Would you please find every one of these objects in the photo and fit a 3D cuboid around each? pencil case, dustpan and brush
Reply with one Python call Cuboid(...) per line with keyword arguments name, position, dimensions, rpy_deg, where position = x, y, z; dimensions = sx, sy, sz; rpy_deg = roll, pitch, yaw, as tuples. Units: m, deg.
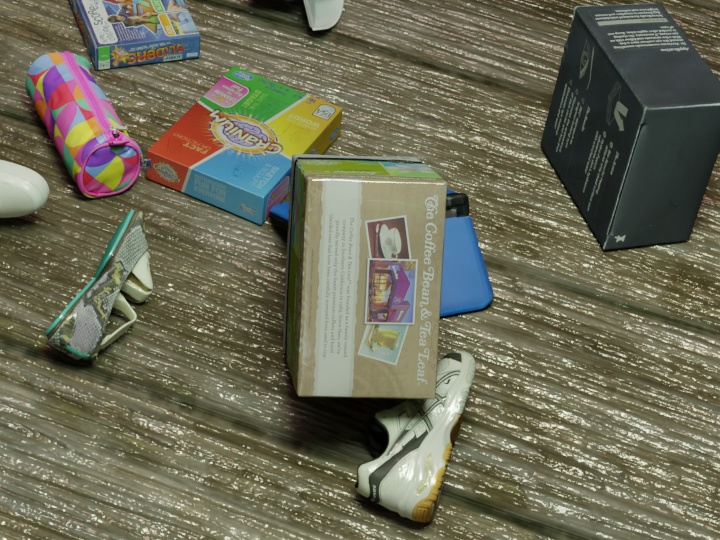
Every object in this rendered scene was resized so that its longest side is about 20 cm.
Cuboid(name="pencil case", position=(-0.310, -0.167, 1.712), dimensions=(0.088, 0.089, 0.200), rpy_deg=(-16, 46, -25))
Cuboid(name="dustpan and brush", position=(-0.041, -0.395, 2.007), dimensions=(0.057, 0.141, 0.200), rpy_deg=(-11, 11, 8))

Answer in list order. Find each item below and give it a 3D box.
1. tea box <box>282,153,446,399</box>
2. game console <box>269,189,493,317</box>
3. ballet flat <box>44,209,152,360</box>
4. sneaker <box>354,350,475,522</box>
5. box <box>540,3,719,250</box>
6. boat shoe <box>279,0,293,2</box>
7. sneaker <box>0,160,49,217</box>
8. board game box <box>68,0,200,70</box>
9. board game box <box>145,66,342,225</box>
Cuboid(name="tea box", position=(0.000, 0.000, 1.440), dimensions=(0.132, 0.202, 0.197), rpy_deg=(1, 10, -8))
Cuboid(name="game console", position=(0.020, -0.017, 1.649), dimensions=(0.198, 0.120, 0.171), rpy_deg=(-9, 13, -19))
Cuboid(name="ballet flat", position=(-0.249, 0.021, 1.538), dimensions=(0.071, 0.073, 0.201), rpy_deg=(16, 42, 8))
Cuboid(name="sneaker", position=(0.052, 0.141, 1.435), dimensions=(0.087, 0.076, 0.201), rpy_deg=(16, 42, 8))
Cuboid(name="box", position=(0.308, -0.165, 1.727), dimensions=(0.116, 0.198, 0.201), rpy_deg=(-6, 43, -17))
Cuboid(name="boat shoe", position=(-0.107, -0.402, 2.025), dimensions=(0.064, 0.073, 0.201), rpy_deg=(31, 30, -15))
Cuboid(name="sneaker", position=(-0.431, -0.059, 1.585), dimensions=(0.198, 0.074, 0.116), rpy_deg=(3, 42, 9))
Cuboid(name="board game box", position=(-0.293, -0.332, 1.931), dimensions=(0.134, 0.035, 0.201), rpy_deg=(-9, 45, -18))
Cuboid(name="board game box", position=(-0.130, -0.147, 1.750), dimensions=(0.152, 0.041, 0.200), rpy_deg=(22, 43, 14))
